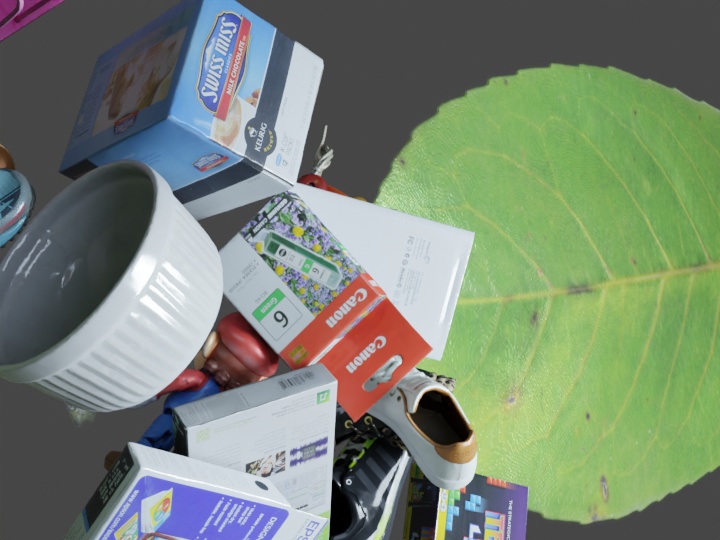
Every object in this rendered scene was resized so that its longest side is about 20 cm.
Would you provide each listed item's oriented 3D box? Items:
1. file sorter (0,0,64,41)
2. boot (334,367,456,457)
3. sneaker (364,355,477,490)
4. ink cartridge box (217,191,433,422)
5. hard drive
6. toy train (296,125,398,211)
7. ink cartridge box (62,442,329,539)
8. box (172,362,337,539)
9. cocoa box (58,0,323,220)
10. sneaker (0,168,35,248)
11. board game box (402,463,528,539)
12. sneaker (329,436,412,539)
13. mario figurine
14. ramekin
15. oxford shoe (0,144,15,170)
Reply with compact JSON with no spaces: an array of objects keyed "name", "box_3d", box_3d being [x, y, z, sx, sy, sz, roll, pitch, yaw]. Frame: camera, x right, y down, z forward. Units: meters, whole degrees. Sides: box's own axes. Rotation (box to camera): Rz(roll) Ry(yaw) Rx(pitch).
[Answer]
[{"name":"file sorter","box_3d":[-0.303,-0.276,0.768,0.139,0.125,0.200,56,50,-21]},{"name":"boot","box_3d":[0.005,0.162,0.962,0.150,0.073,0.201,20,54,7]},{"name":"sneaker","box_3d":[0.046,0.113,0.905,0.073,0.200,0.085,-29,146,-27]},{"name":"ink cartridge box","box_3d":[-0.039,0.034,0.863,0.200,0.109,0.050,48,6,7]},{"name":"hard drive","box_3d":[0.000,0.000,0.922,0.199,0.025,0.133,15,92,-6]},{"name":"toy train","box_3d":[-0.011,-0.064,0.995,0.115,0.085,0.201,13,66,7]},{"name":"ink cartridge box","box_3d":[-0.158,0.251,0.787,0.199,0.043,0.199,27,104,-36]},{"name":"box","box_3d":[-0.094,0.189,0.843,0.144,0.036,0.201,-14,124,-28]},{"name":"cocoa box","box_3d":[-0.153,-0.136,0.830,0.131,0.199,0.134,28,64,-36]},{"name":"sneaker","box_3d":[-0.337,-0.053,0.665,0.199,0.096,0.080,-7,54,-20]},{"name":"board game box","box_3d":[0.122,0.341,1.099,0.165,0.057,0.201,21,68,-38]},{"name":"sneaker","box_3d":[0.001,0.215,0.998,0.083,0.071,0.201,25,66,-36]},{"name":"mario figurine","box_3d":[-0.154,0.125,0.886,0.200,0.106,0.124,-54,155,-23]},{"name":"ramekin","box_3d":[-0.206,0.020,0.762,0.105,0.199,0.201,45,54,-39]},{"name":"oxford shoe","box_3d":[-0.319,-0.021,0.744,0.071,0.071,0.201,31,61,-33]}]
